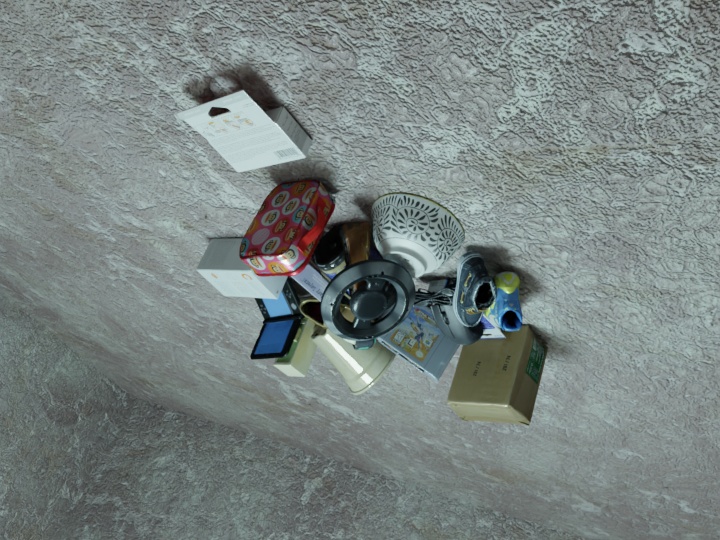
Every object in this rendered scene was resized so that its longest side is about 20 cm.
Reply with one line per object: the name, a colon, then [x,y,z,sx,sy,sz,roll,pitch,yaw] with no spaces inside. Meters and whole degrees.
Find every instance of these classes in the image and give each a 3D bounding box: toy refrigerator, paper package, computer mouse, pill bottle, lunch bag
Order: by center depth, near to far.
lunch bag: [-0.135,-0.086,1.384,0.173,0.204,0.082,-3,142,41]
pill bottle: [0.000,0.000,1.535,0.110,0.114,0.199,-7,141,45]
computer mouse: [0.200,0.115,1.573,0.136,0.054,0.200,-7,140,44]
paper package: [0.318,0.242,1.633,0.187,0.204,0.103,-7,143,45]
toy refrigerator: [-0.156,0.174,1.875,0.075,0.204,0.070,-6,143,45]

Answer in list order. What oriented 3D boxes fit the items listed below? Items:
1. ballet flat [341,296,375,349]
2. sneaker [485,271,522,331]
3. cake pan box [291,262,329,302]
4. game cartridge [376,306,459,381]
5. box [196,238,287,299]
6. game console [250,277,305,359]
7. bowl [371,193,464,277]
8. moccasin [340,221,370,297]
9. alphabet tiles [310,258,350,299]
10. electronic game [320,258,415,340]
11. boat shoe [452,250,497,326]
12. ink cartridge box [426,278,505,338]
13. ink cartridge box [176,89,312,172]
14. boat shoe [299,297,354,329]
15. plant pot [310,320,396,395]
ballet flat: [-0.039,0.114,1.682,0.201,0.072,0.074,52,173,34]
sneaker: [0.298,0.093,1.470,0.073,0.108,0.202,-4,148,8]
cake pan box: [-0.144,-0.014,1.595,0.199,0.052,0.184,42,-178,-33]
game cartridge: [0.134,0.151,1.666,0.197,0.135,0.042,33,166,14]
box: [-0.292,-0.006,1.768,0.195,0.099,0.125,2,147,36]
game console: [-0.244,0.127,1.875,0.197,0.115,0.180,-11,107,51]
bowl: [0.098,-0.051,1.385,0.195,0.096,0.202,18,153,10]
moccasin: [0.007,-0.003,1.431,0.075,0.074,0.207,-11,111,-8]
alphabet tiles: [-0.062,0.024,1.623,0.167,0.008,0.200,42,180,25]
electronic game: [0.016,0.061,1.394,0.194,0.042,0.204,-9,129,-11]
boat shoe: [0.233,0.064,1.435,0.069,0.092,0.204,-15,134,-6]
ink cartridge box: [0.245,0.088,1.591,0.098,0.040,0.200,-7,140,44]
ink cartridge box: [-0.212,-0.263,1.290,0.196,0.046,0.176,-3,144,40]
boat shoe: [-0.062,0.107,1.619,0.196,0.076,0.066,8,175,41]
plant pot: [-0.025,0.184,1.832,0.183,0.203,0.199,41,150,-14]
